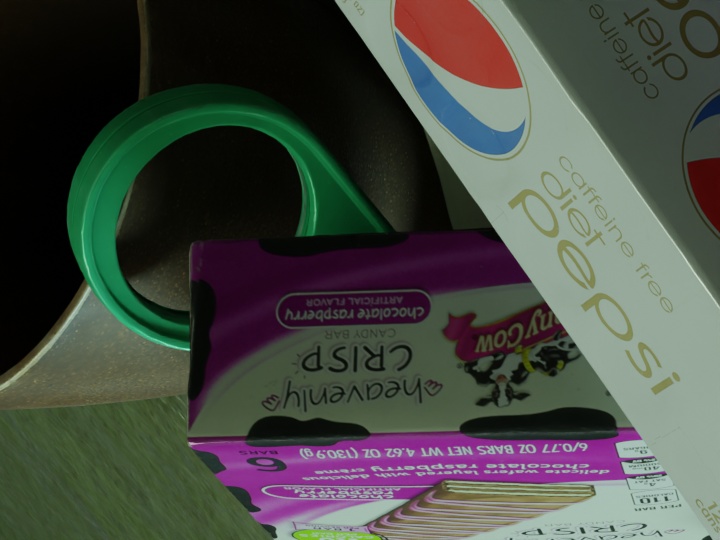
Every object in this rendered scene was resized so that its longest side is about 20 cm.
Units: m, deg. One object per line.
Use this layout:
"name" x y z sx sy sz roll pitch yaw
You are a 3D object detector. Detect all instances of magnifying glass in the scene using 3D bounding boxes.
"magnifying glass" 0.000 0.000 0.864 0.199 0.080 0.022 20 -167 -30

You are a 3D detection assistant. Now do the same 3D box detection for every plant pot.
"plant pot" -0.060 -0.034 0.968 0.199 0.188 0.186 11 -176 -44

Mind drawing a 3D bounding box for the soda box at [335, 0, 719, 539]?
"soda box" 0.065 -0.037 0.684 0.201 0.063 0.068 56 153 4

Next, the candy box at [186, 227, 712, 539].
"candy box" 0.036 0.047 0.816 0.135 0.061 0.200 -2 162 10

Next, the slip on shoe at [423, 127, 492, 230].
"slip on shoe" 0.039 -0.085 0.805 0.060 0.076 0.201 -15 94 37
